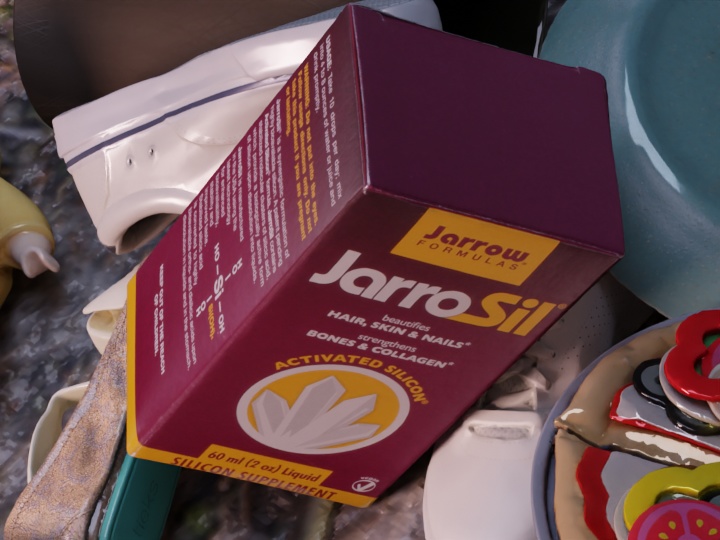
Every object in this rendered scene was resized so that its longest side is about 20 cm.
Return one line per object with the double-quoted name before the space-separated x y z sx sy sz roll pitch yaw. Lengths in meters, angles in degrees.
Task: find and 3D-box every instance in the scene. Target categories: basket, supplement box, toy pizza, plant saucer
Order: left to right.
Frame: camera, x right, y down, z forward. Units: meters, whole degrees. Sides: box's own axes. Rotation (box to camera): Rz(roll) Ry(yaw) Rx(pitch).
"basket" -0.041 -0.107 1.219 0.200 0.136 0.181 5 53 27
"supplement box" 0.000 0.000 1.052 0.110 0.200 0.086 14 52 -25
"plant saucer" 0.169 -0.061 1.105 0.199 0.036 0.200 6 60 -11
"toy pizza" 0.160 0.078 0.982 0.200 0.032 0.200 1 45 -1

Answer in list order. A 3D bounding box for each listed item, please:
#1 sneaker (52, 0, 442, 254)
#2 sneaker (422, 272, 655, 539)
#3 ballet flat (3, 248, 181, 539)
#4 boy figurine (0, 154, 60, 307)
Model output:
"sneaker" -0.039 -0.057 1.107 0.200 0.071 0.073 -18 4 44
"sneaker" 0.068 0.027 1.095 0.075 0.089 0.200 8 55 23
"ballet flat" -0.094 0.044 1.156 0.067 0.068 0.200 3 51 32
"boy figurine" -0.189 -0.006 1.229 0.124 0.064 0.200 -10 52 20
